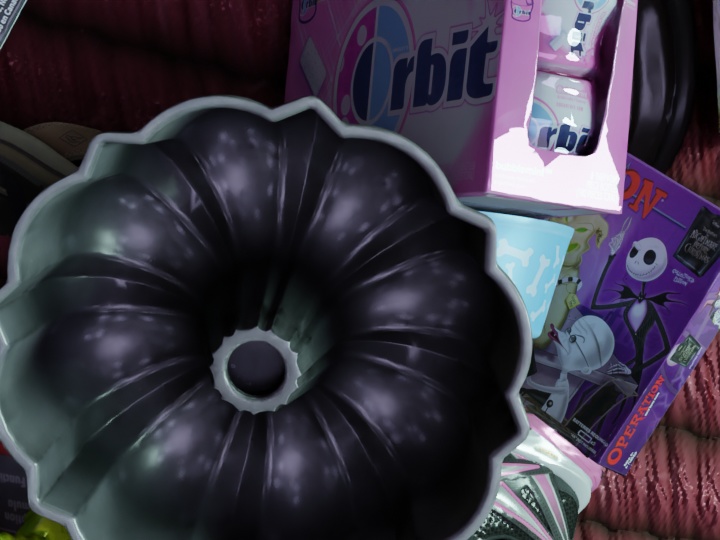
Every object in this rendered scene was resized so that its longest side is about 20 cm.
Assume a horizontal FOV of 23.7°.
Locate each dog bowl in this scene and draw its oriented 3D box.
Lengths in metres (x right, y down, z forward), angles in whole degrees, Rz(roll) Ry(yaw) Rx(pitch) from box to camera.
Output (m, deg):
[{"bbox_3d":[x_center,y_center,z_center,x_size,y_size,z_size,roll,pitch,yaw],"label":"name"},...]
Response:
[{"bbox_3d":[0.000,0.000,0.759,0.111,0.200,0.050,8,85,-48],"label":"dog bowl"}]

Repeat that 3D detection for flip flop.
[{"bbox_3d":[-0.119,-0.033,0.742,0.058,0.200,0.081,-48,156,-31],"label":"flip flop"}]

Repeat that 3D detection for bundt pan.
[{"bbox_3d":[-0.036,0.028,0.649,0.201,0.076,0.203,1,104,3],"label":"bundt pan"}]

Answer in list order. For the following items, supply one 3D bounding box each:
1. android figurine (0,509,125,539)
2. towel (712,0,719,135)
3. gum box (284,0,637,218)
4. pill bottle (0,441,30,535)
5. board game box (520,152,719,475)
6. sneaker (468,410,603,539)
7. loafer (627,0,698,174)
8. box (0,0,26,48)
[{"bbox_3d":[-0.066,0.147,0.694,0.200,0.183,0.041,19,136,-36],"label":"android figurine"},{"bbox_3d":[0.191,-0.109,0.794,0.048,0.200,0.172,-4,112,16],"label":"towel"},{"bbox_3d":[0.038,-0.081,0.726,0.066,0.200,0.114,7,87,-28],"label":"gum box"},{"bbox_3d":[-0.125,0.126,0.803,0.115,0.116,0.201,-6,107,-16],"label":"pill bottle"},{"bbox_3d":[0.079,-0.010,0.784,0.032,0.200,0.120,31,95,-47],"label":"board game box"},{"bbox_3d":[0.021,0.091,0.770,0.199,0.080,0.087,23,64,-17],"label":"sneaker"},{"bbox_3d":[0.118,-0.136,0.828,0.071,0.073,0.201,-3,100,-11],"label":"loafer"},{"bbox_3d":[-0.185,-0.135,0.630,0.115,0.200,0.132,28,98,-22],"label":"box"}]
